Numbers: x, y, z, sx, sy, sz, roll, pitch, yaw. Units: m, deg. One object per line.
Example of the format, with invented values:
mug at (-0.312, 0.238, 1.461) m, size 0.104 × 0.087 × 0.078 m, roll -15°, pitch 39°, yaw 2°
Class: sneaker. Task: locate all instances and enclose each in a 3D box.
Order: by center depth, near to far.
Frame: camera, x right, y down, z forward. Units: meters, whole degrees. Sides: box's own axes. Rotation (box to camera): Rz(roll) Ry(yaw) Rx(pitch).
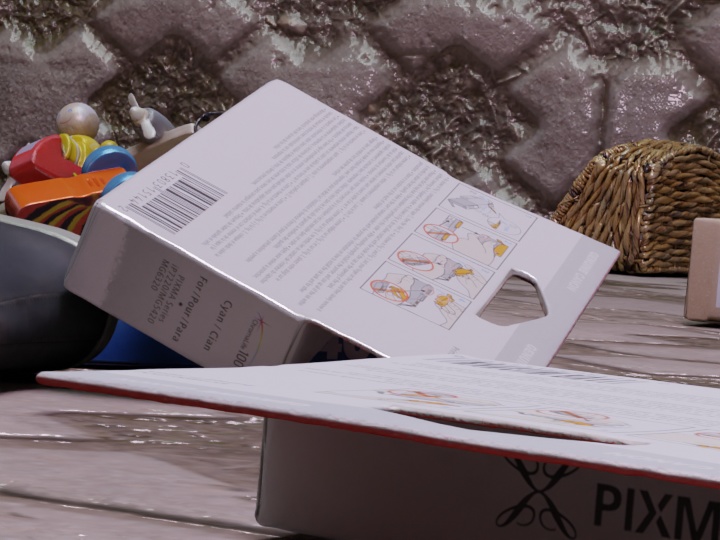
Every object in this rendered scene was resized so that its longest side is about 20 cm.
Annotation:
sneaker at (-0.203, -0.001, 0.859) m, size 0.199 × 0.075 × 0.106 m, roll 6°, pitch 3°, yaw 18°

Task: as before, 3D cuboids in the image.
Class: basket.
basket at (0.298, -0.070, 2.383) m, size 0.149 × 0.143 × 0.200 m, roll 7°, pitch 4°, yaw 40°

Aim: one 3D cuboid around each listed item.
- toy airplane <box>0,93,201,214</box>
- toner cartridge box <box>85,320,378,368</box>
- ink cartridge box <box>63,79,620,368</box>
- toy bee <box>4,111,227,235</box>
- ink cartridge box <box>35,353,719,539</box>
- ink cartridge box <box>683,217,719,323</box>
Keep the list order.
toy airplane at (-0.268, -0.103, 2.261) m, size 0.199 × 0.142 × 0.199 m, roll -11°, pitch -13°, yaw -16°
toner cartridge box at (-0.068, 0.018, 0.981) m, size 0.199 × 0.043 × 0.095 m, roll 3°, pitch 2°, yaw -15°
ink cartridge box at (0.000, 0.000, 0.900) m, size 0.176 × 0.045 × 0.200 m, roll 28°, pitch 25°, yaw 8°
toy bee at (-0.185, -0.043, 1.823) m, size 0.199 × 0.109 × 0.131 m, roll -8°, pitch 34°, yaw 1°
ink cartridge box at (0.059, 0.050, 0.476) m, size 0.199 × 0.044 × 0.173 m, roll 6°, pitch 4°, yaw 34°
ink cartridge box at (0.342, 0.006, 1.522) m, size 0.199 × 0.075 × 0.165 m, roll 6°, pitch 2°, yaw 26°
